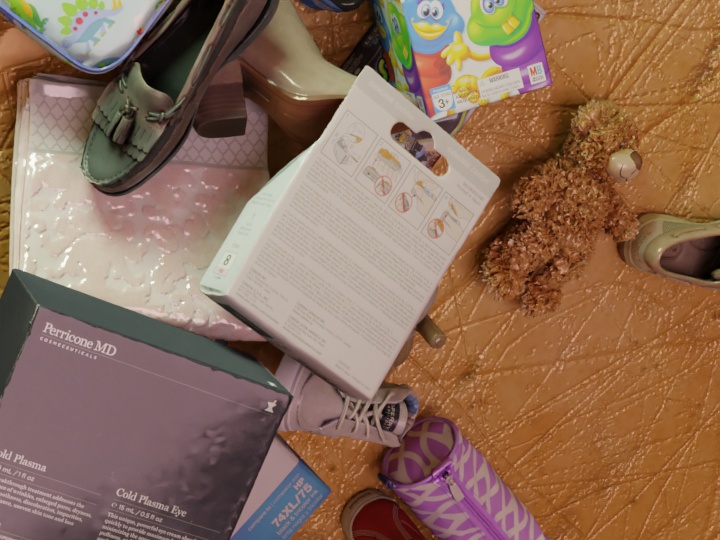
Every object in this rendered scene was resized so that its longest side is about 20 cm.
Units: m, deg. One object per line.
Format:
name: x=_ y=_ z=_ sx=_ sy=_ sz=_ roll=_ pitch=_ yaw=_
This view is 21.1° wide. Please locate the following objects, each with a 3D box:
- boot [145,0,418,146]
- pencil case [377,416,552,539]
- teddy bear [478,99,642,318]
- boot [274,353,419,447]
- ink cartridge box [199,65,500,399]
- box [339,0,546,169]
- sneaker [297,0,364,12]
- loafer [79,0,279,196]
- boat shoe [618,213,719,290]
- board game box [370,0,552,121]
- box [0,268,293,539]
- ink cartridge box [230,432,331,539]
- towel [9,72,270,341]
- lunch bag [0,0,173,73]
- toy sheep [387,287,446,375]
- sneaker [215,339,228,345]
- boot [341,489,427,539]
boot: x=-0.062 y=-0.170 z=1.452 sx=0.199 sy=0.147 sz=0.070 roll=-1 pitch=152 yaw=-22
pencil case: x=0.101 y=0.214 z=1.714 sx=0.084 sy=0.085 sz=0.200 roll=-50 pitch=124 yaw=-13
teddy bear: x=0.182 y=-0.048 z=1.663 sx=0.200 sy=0.067 sz=0.145 roll=-46 pitch=125 yaw=-4
boot: x=-0.007 y=0.103 z=1.546 sx=0.095 sy=0.200 sz=0.074 roll=17 pitch=95 yaw=13
ink cartridge box: x=-0.006 y=-0.027 z=1.437 sx=0.162 sy=0.057 sz=0.200 roll=37 pitch=74 yaw=-33
box: x=0.051 y=-0.164 z=1.571 sx=0.110 sy=0.035 sz=0.200 roll=36 pitch=91 yaw=-32
sneaker: x=-0.039 y=-0.282 z=1.447 sx=0.078 sy=0.089 sz=0.200 roll=-33 pitch=121 yaw=-13
loafer: x=-0.139 y=-0.143 z=1.368 sx=0.200 sy=0.072 sz=0.063 roll=-52 pitch=163 yaw=4
boat shoe: x=0.332 y=-0.012 z=1.754 sx=0.200 sy=0.065 sz=0.072 roll=5 pitch=107 yaw=-28
board game box: x=0.063 y=-0.228 z=1.475 sx=0.105 sy=0.103 sz=0.201 roll=-18 pitch=103 yaw=-9
box: x=-0.180 y=0.124 z=1.355 sx=0.200 sy=0.104 sz=0.182 roll=22 pitch=97 yaw=-24
ink cartridge box: x=-0.158 y=0.142 z=1.518 sx=0.146 sy=0.147 sz=0.200 roll=-47 pitch=123 yaw=-3
towel: x=-0.158 y=-0.045 z=1.429 sx=0.199 sy=0.032 sz=0.192 roll=4 pitch=77 yaw=-21
lunch bag: x=-0.188 y=-0.255 z=1.373 sx=0.161 sy=0.082 sz=0.200 roll=37 pitch=89 yaw=-14
toy sheep: x=0.000 y=0.000 z=1.551 sx=0.138 sy=0.138 sz=0.200 roll=-28 pitch=129 yaw=-15
sneaker: x=-0.137 y=-0.019 z=1.506 sx=0.079 sy=0.078 sz=0.200 roll=-31 pitch=119 yaw=-7
boot: x=0.068 y=0.295 z=1.694 sx=0.072 sy=0.144 sz=0.200 roll=-39 pitch=123 yaw=-10
